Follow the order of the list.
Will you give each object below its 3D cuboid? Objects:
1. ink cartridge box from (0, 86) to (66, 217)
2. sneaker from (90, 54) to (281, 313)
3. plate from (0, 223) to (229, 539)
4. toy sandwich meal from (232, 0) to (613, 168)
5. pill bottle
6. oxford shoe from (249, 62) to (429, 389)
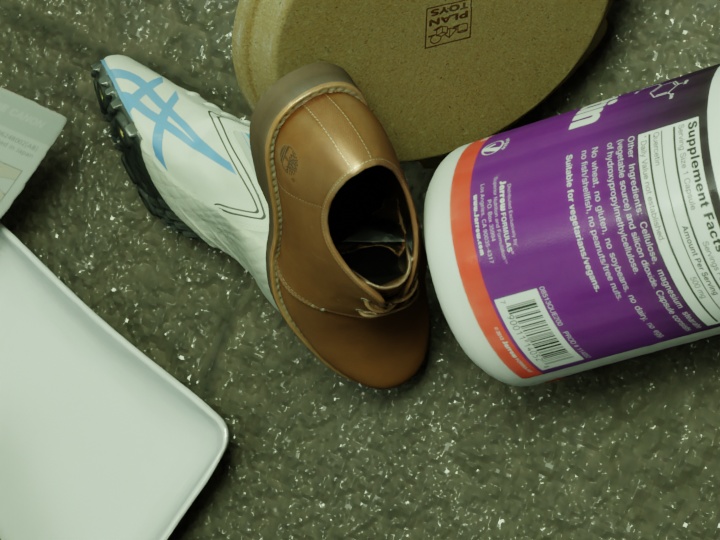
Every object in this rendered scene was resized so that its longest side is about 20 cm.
[{"bbox_3d":[-0.266,-0.040,1.424,0.200,0.160,0.047,-51,36,21],"label":"ink cartridge box"},{"bbox_3d":[-0.061,-0.048,1.394,0.072,0.072,0.200,-35,52,-19],"label":"sneaker"},{"bbox_3d":[-0.173,0.106,1.454,0.200,0.032,0.200,39,103,29],"label":"plate"},{"bbox_3d":[0.029,-0.128,1.268,0.205,0.205,0.070,-45,47,19],"label":"toy sandwich meal"},{"bbox_3d":[0.135,-0.024,1.239,0.199,0.112,0.113,-17,76,28],"label":"pill bottle"},{"bbox_3d":[0.000,0.000,1.274,0.071,0.200,0.071,-31,53,-9],"label":"oxford shoe"}]
